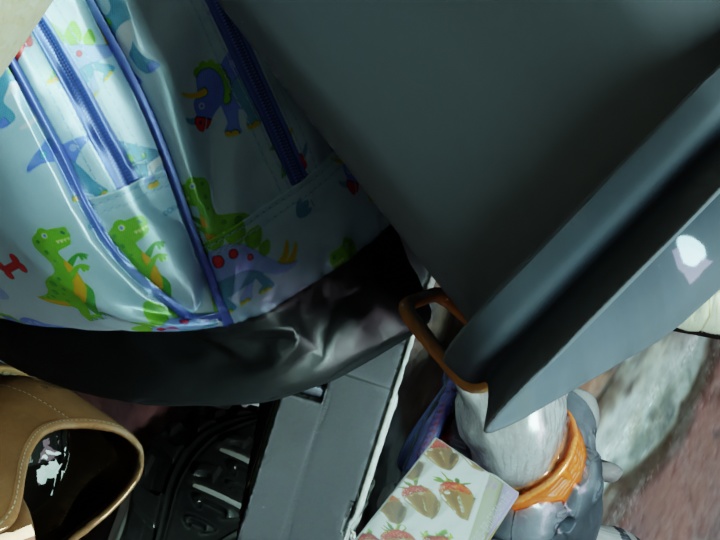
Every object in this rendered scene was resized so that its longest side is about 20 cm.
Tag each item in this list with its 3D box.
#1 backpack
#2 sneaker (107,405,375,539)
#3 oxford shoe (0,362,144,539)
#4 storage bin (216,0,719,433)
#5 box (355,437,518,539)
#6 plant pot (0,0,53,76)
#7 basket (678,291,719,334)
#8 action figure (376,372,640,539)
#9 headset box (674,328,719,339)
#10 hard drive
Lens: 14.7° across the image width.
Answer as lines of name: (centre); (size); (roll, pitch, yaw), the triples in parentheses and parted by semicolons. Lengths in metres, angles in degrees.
backpack: (-0.087, -0.066, 0.742); (0.153, 0.163, 0.201); (-22, 111, -34)
sneaker: (-0.061, 0.116, 0.938); (0.200, 0.074, 0.080); (-49, 161, -46)
oxford shoe: (-0.134, 0.074, 0.782); (0.200, 0.071, 0.072); (-32, 127, -51)
storage bin: (0.048, -0.055, 0.706); (0.146, 0.134, 0.200); (-47, 169, 21)
box: (0.002, 0.119, 0.940); (0.042, 0.039, 0.200); (-60, 173, 27)
plant pot: (-0.179, -0.084, 0.547); (0.200, 0.199, 0.178); (18, 93, -61)
basket: (0.151, -0.068, 1.108); (0.200, 0.123, 0.136); (-69, 169, -63)
action figure: (0.080, 0.072, 1.133); (0.194, 0.104, 0.201); (58, 50, -62)
headset box: (0.231, -0.037, 1.261); (0.077, 0.199, 0.150); (40, 64, -57)
hard drive: (0.000, 0.000, 0.907); (0.200, 0.038, 0.141); (-84, -169, -77)
